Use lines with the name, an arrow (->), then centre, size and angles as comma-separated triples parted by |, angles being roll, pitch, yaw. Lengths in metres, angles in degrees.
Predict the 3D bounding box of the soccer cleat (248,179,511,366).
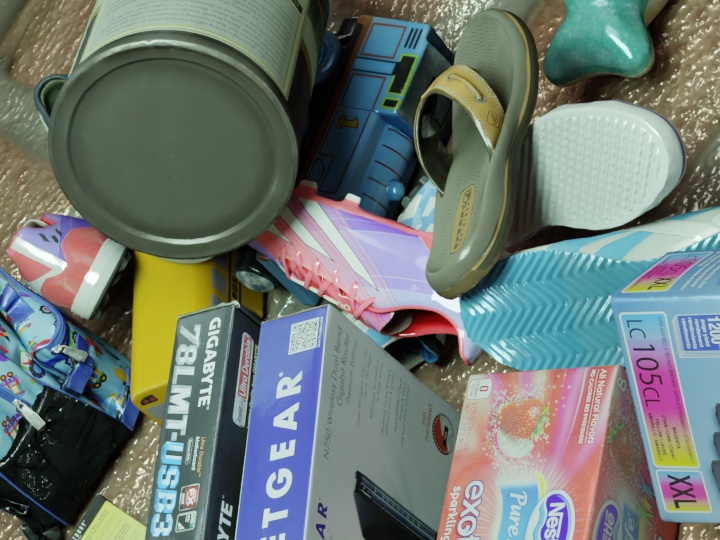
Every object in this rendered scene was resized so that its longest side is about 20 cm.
soccer cleat -> 0.000, 0.000, 1.530 | 0.199, 0.067, 0.077 | 14, 74, 29

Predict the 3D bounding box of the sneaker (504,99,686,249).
sneaker -> 0.144, -0.069, 1.504 | 0.114, 0.073, 0.200 | -22, 5, -32

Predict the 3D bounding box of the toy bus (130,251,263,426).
toy bus -> -0.106, 0.008, 1.686 | 0.065, 0.078, 0.201 | -21, 51, 25

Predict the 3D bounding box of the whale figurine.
whale figurine -> 0.156, -0.215, 1.614 | 0.158, 0.104, 0.201 | -3, 60, 36

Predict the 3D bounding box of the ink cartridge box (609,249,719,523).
ink cartridge box -> 0.243, 0.058, 1.332 | 0.199, 0.137, 0.076 | -4, 21, 35

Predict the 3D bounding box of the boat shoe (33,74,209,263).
boat shoe -> -0.148, -0.072, 1.671 | 0.075, 0.062, 0.200 | -45, 45, 0

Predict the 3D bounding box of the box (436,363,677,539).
box -> 0.105, 0.162, 1.406 | 0.102, 0.095, 0.201 | -5, 59, 34

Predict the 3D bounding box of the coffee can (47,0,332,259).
coffee can -> -0.098, -0.123, 1.554 | 0.146, 0.147, 0.201 | -26, 28, 22

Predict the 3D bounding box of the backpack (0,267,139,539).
backpack -> -0.263, 0.060, 1.685 | 0.135, 0.200, 0.182 | -54, 44, -3

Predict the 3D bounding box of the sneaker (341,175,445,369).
sneaker -> 0.038, 0.011, 1.589 | 0.072, 0.072, 0.201 | 29, 76, 19

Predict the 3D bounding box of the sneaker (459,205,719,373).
sneaker -> 0.155, 0.011, 1.453 | 0.198, 0.081, 0.077 | -9, 98, 8

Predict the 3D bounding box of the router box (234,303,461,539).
router box -> 0.003, 0.150, 1.434 | 0.049, 0.179, 0.201 | -15, 54, 30

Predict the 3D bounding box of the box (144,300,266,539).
box -> -0.043, 0.151, 1.454 | 0.049, 0.198, 0.201 | -14, 53, 29

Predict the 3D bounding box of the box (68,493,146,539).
box -> -0.111, 0.212, 1.574 | 0.199, 0.050, 0.076 | 24, 78, 45

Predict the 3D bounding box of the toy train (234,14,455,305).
toy train -> -0.013, -0.073, 1.667 | 0.114, 0.087, 0.201 | 10, 68, 35

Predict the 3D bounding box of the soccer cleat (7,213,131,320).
soccer cleat -> -0.195, -0.014, 1.716 | 0.069, 0.073, 0.200 | -61, 8, 3

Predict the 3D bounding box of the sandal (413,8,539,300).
sandal -> 0.056, -0.075, 1.475 | 0.082, 0.054, 0.201 | -39, 32, 51
